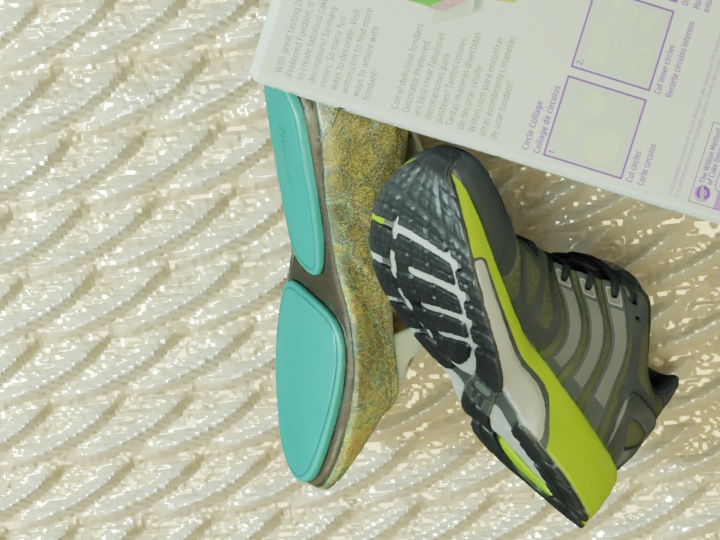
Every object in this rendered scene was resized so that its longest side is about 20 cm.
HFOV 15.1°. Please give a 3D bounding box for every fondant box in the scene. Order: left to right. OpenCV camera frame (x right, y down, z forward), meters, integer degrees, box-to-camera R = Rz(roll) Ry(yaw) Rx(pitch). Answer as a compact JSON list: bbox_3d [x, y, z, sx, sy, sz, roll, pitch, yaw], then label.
[{"bbox_3d":[0.074,-0.111,1.013,0.200,0.058,0.144,17,93,-5],"label":"fondant box"}]

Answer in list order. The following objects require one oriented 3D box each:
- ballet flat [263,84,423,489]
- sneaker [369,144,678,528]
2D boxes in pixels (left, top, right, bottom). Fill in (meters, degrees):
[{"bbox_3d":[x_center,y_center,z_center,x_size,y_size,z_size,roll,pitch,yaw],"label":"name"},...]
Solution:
[{"bbox_3d":[0.000,0.000,1.105,0.071,0.071,0.200,1,119,4],"label":"ballet flat"},{"bbox_3d":[0.068,0.014,1.082,0.081,0.074,0.200,-46,137,-16],"label":"sneaker"}]
